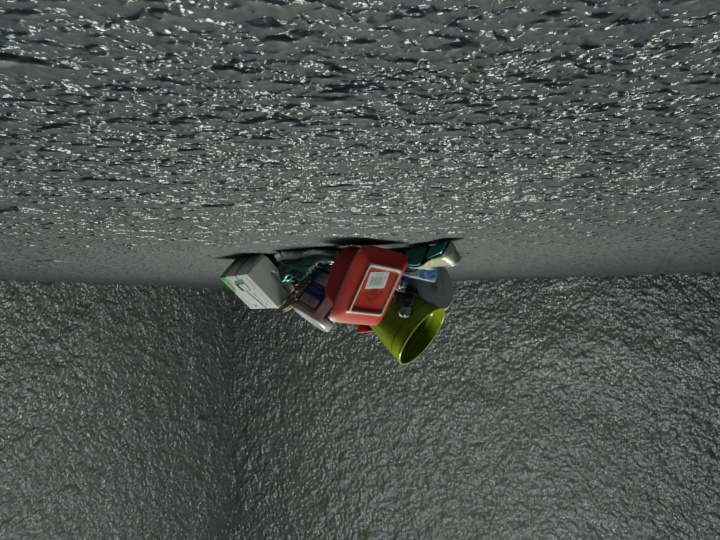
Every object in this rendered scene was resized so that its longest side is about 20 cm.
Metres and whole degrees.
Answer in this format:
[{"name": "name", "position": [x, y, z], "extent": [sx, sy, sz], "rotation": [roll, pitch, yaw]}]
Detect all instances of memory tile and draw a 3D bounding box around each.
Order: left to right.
[{"name": "memory tile", "position": [-0.172, 0.039, 1.715], "extent": [0.153, 0.017, 0.200], "rotation": [-38, -158, 8]}]

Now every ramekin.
[{"name": "ramekin", "position": [0.202, 0.055, 1.844], "extent": [0.200, 0.201, 0.098], "rotation": [2, 159, -41]}]

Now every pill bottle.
[{"name": "pill bottle", "position": [-0.078, 0.053, 1.569], "extent": [0.120, 0.200, 0.120], "rotation": [34, 168, 8]}]

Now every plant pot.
[{"name": "plant pot", "position": [0.111, 0.138, 1.717], "extent": [0.193, 0.201, 0.200], "rotation": [38, -164, 26]}]

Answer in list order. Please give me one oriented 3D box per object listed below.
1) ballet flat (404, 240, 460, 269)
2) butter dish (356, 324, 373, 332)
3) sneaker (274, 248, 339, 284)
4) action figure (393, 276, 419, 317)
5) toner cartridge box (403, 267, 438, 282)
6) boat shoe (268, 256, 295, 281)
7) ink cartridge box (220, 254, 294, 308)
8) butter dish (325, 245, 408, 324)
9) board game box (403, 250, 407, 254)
[{"name": "ballet flat", "position": [0.177, -0.028, 1.431], "extent": [0.069, 0.070, 0.200], "rotation": [1, 177, -25]}, {"name": "butter dish", "position": [0.084, 0.098, 1.909], "extent": [0.199, 0.148, 0.200], "rotation": [-8, -156, 26]}, {"name": "sneaker", "position": [-0.137, -0.009, 1.540], "extent": [0.200, 0.091, 0.078], "rotation": [-3, 176, 33]}, {"name": "action figure", "position": [0.098, 0.063, 1.593], "extent": [0.119, 0.102, 0.200], "rotation": [27, 179, 4]}, {"name": "toner cartridge box", "position": [0.102, -0.010, 1.597], "extent": [0.200, 0.043, 0.095], "rotation": [11, 178, 37]}, {"name": "boat shoe", "position": [-0.210, -0.004, 1.721], "extent": [0.202, 0.075, 0.075], "rotation": [-4, 175, 44]}, {"name": "ink cartridge box", "position": [-0.307, 0.036, 1.725], "extent": [0.146, 0.084, 0.200], "rotation": [49, 152, -21]}, {"name": "butter dish", "position": [-0.010, 0.017, 1.428], "extent": [0.148, 0.200, 0.200], "rotation": [34, -165, 39]}, {"name": "board game box", "position": [0.195, -0.037, 1.679], "extent": [0.135, 0.028, 0.200], "rotation": [-2, 176, 8]}]
